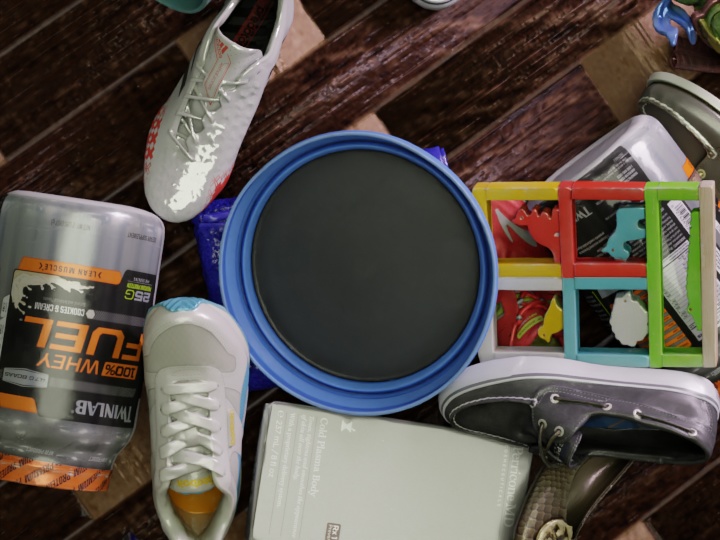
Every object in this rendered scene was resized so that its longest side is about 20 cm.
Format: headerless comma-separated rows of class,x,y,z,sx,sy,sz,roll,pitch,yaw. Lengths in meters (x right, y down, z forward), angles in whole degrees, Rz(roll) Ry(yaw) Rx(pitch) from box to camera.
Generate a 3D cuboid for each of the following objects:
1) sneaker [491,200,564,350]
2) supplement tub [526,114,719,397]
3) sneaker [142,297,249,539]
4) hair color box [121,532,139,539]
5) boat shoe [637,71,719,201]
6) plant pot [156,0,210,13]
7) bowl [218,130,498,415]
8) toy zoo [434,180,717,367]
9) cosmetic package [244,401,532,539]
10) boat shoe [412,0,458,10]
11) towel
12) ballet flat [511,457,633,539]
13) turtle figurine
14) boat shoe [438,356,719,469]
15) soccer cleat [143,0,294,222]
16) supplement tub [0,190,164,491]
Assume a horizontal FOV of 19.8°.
sneaker,0.126,0.031,1.524,0.076,0.085,0.201,-17,91,-8
supplement tub,0.222,-0.003,1.510,0.122,0.122,0.200,-38,95,-6
sneaker,-0.113,0.109,1.447,0.076,0.081,0.201,-3,125,1
hair color box,-0.127,0.296,1.498,0.200,0.065,0.109,41,85,-6
boat shoe,0.278,-0.064,1.550,0.202,0.072,0.060,44,77,-7
plant pot,-0.119,-0.310,1.456,0.161,0.201,0.201,-42,93,-18
bowl,0.000,0.000,1.453,0.199,0.039,0.202,3,102,11
toy zoo,0.150,0.003,1.452,0.198,0.020,0.132,1,105,14
cosmetic package,0.020,0.160,1.508,0.198,0.090,0.108,7,84,-4
boat shoe,0.083,-0.292,1.535,0.071,0.070,0.201,23,86,-6
towel,-0.018,0.001,1.510,0.199,0.050,0.149,-13,89,3
ballet flat,0.172,0.146,1.503,0.046,0.068,0.200,22,49,28
turtle figurine,0.339,-0.194,1.528,0.194,0.144,0.200,44,88,-8
boat shoe,0.153,0.109,1.448,0.198,0.070,0.067,4,48,3
soccer cleat,-0.102,-0.131,1.489,0.068,0.085,0.201,26,76,0
supplement tub,-0.211,0.050,1.465,0.122,0.123,0.202,8,88,-6
